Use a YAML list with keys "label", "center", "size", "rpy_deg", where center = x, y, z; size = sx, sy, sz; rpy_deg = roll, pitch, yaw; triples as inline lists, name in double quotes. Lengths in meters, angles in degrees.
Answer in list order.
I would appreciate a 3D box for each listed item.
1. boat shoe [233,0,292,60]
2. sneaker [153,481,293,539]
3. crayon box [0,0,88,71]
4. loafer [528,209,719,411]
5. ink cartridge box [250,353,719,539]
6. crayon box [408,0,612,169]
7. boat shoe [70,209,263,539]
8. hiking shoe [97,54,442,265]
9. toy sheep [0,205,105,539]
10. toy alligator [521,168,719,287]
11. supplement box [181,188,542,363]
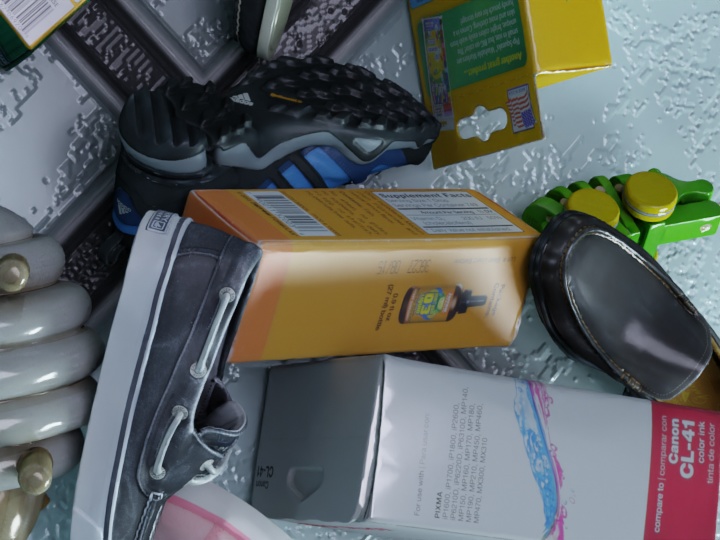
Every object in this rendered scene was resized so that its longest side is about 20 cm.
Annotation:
- label: "boat shoe"
  center: [-0.057, -0.213, 1.118]
  size: [0.066, 0.075, 0.201]
  rpy_deg: [8, 97, 2]
- label: "sneaker"
  center: [-0.058, 0.195, 1.072]
  size: [0.200, 0.075, 0.105]
  rpy_deg: [49, 63, -18]
- label: "crayon box"
  center: [-0.192, -0.216, 1.058]
  size: [0.119, 0.058, 0.200]
  rpy_deg: [-44, 104, -22]
- label: "loafer"
  center: [0.162, 0.037, 1.156]
  size: [0.200, 0.072, 0.073]
  rpy_deg: [42, 78, -39]
- label: "ink cartridge box"
  center: [0.063, 0.101, 1.100]
  size: [0.199, 0.147, 0.086]
  rpy_deg: [13, 80, -25]
- label: "crayon box"
  center: [0.071, -0.163, 1.140]
  size: [0.051, 0.126, 0.202]
  rpy_deg: [-8, 89, -26]
- label: "boat shoe"
  center: [-0.087, 0.071, 0.999]
  size: [0.067, 0.072, 0.201]
  rpy_deg: [16, 110, 4]
- label: "hiking shoe"
  center: [-0.048, -0.057, 1.112]
  size: [0.199, 0.074, 0.087]
  rpy_deg: [-8, 132, -37]
- label: "toy sheep"
  center: [-0.181, 0.037, 0.998]
  size: [0.137, 0.138, 0.202]
  rpy_deg: [-4, 96, -25]
- label: "toy alligator"
  center: [0.158, -0.035, 1.212]
  size: [0.199, 0.060, 0.054]
  rpy_deg: [-17, 52, -26]
- label: "supplement box"
  center: [0.000, 0.000, 1.089]
  size: [0.199, 0.069, 0.067]
  rpy_deg: [0, 117, -40]
